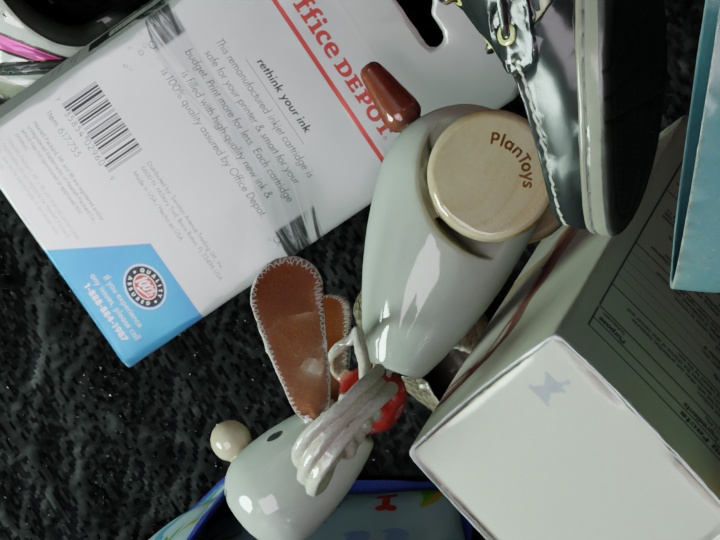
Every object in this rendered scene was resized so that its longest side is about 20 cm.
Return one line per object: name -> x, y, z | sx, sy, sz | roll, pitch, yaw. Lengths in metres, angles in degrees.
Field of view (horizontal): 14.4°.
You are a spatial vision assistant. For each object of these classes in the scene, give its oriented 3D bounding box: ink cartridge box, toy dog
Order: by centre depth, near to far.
toy dog -> 0.000, 0.000, 1.108 | 0.096, 0.200, 0.132 | 38, 161, 10
ink cartridge box -> -0.046, -0.068, 1.177 | 0.199, 0.068, 0.116 | -34, 101, 5

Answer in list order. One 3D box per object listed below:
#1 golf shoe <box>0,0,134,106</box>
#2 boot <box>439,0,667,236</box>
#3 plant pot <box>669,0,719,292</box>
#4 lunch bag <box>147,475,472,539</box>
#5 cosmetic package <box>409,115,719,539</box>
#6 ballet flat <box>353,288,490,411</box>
golf shoe -> -0.189, -0.131, 1.228 | 0.199, 0.073, 0.092 | 32, 114, -7
boot -> 0.026, -0.112, 1.035 | 0.153, 0.073, 0.205 | -1, 110, 24
plant pot -> 0.185, -0.084, 0.970 | 0.134, 0.200, 0.201 | 8, 118, 5
lunch bag -> -0.058, 0.176, 1.262 | 0.199, 0.170, 0.128 | -5, 113, 25
cosmetic package -> 0.108, 0.035, 1.113 | 0.103, 0.200, 0.087 | 47, 122, -5
ballet flat -> 0.078, 0.067, 1.217 | 0.200, 0.046, 0.068 | 37, 115, 10
